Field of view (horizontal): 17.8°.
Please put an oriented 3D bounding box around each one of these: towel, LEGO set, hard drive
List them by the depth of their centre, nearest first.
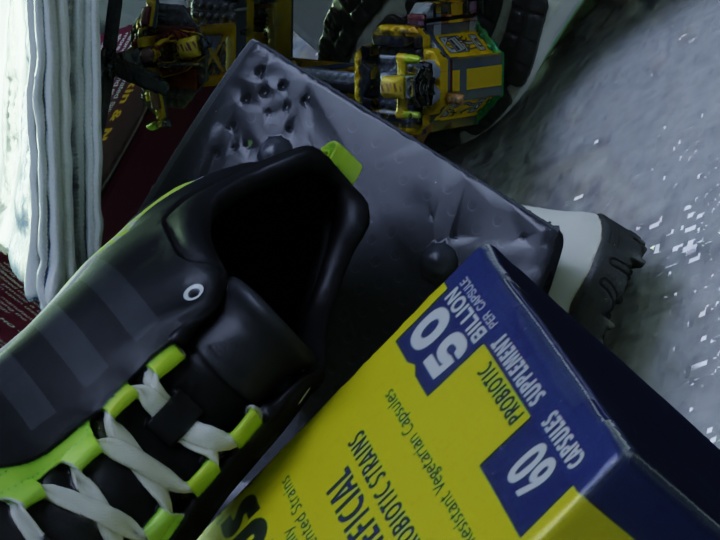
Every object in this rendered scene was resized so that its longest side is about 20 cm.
[{"bbox_3d":[-0.029,0.048,0.686,0.134,0.042,0.201,33,99,28],"label":"hard drive"},{"bbox_3d":[-0.109,-0.070,0.750,0.200,0.024,0.148,-149,58,-73],"label":"towel"},{"bbox_3d":[-0.033,-0.129,0.758,0.153,0.115,0.202,17,108,34],"label":"LEGO set"}]

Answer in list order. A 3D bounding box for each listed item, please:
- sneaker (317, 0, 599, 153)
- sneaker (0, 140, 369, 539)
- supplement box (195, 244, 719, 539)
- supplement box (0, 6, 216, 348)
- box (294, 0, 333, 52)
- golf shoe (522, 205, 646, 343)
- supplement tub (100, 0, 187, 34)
[{"bbox_3d":[0.067,-0.113,0.824,0.200,0.077,0.088,-42,-8,31],"label":"sneaker"},{"bbox_3d":[-0.055,0.030,0.578,0.083,0.072,0.201,-32,22,42],"label":"sneaker"},{"bbox_3d":[0.011,0.115,0.565,0.200,0.109,0.109,-46,28,8],"label":"supplement box"},{"bbox_3d":[-0.111,-0.025,0.929,0.199,0.086,0.111,-6,52,53],"label":"supplement box"},{"bbox_3d":[-0.012,-0.237,0.918,0.200,0.199,0.172,-38,31,20],"label":"box"},{"bbox_3d":[0.000,0.000,0.735,0.199,0.094,0.078,-7,49,50],"label":"golf shoe"},{"bbox_3d":[-0.187,-0.093,1.081,0.200,0.122,0.123,-36,31,23],"label":"supplement tub"}]
